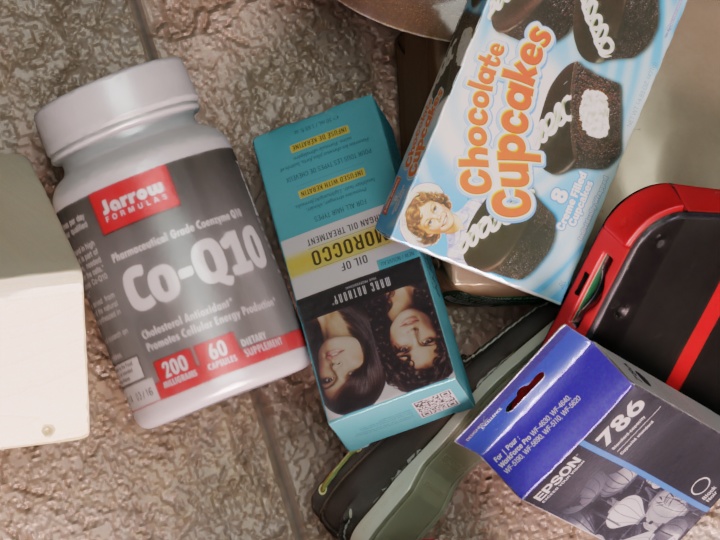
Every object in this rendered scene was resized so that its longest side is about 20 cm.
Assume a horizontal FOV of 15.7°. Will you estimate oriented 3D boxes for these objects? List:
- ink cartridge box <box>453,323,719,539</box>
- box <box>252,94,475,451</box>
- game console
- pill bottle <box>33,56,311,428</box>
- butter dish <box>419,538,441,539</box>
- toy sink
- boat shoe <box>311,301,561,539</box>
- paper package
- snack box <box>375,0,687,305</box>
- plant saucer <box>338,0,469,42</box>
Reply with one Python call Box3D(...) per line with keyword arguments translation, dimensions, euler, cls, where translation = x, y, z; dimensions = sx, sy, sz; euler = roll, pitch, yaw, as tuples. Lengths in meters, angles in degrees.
Box3D(translation=(0.150, 0.108, 1.558), dimensions=(0.099, 0.039, 0.200), euler=(-48, 138, 13), cls="ink cartridge box")
Box3D(translation=(0.000, 0.000, 1.559), dimensions=(0.082, 0.049, 0.200), euler=(-20, 62, 8), cls="box")
Box3D(translation=(0.190, 0.038, 1.576), dimensions=(0.177, 0.031, 0.200), euler=(2, 125, -37), cls="game console")
Box3D(translation=(-0.115, -0.017, 1.550), dimensions=(0.114, 0.114, 0.200), euler=(-21, 88, -15), cls="pill bottle")
Box3D(translation=(0.016, 0.239, 1.539), dimensions=(0.200, 0.148, 0.199), euler=(-30, 134, -15), cls="butter dish")
Box3D(translation=(-0.238, 0.022, 1.506), dimensions=(0.130, 0.200, 0.112), euler=(-7, 113, -15), cls="toy sink")
Box3D(translation=(0.053, 0.089, 1.586), dimensions=(0.201, 0.072, 0.061), euler=(-46, 56, -5), cls="boat shoe")
Box3D(translation=(0.132, -0.075, 1.623), dimensions=(0.200, 0.103, 0.191), euler=(-2, 83, -14), cls="paper package")
Box3D(translation=(0.100, -0.093, 1.516), dimensions=(0.116, 0.037, 0.200), euler=(21, 94, -19), cls="snack box")
Box3D(translation=(0.063, -0.203, 1.593), dimensions=(0.200, 0.032, 0.200), euler=(5, 36, -3), cls="plant saucer")
